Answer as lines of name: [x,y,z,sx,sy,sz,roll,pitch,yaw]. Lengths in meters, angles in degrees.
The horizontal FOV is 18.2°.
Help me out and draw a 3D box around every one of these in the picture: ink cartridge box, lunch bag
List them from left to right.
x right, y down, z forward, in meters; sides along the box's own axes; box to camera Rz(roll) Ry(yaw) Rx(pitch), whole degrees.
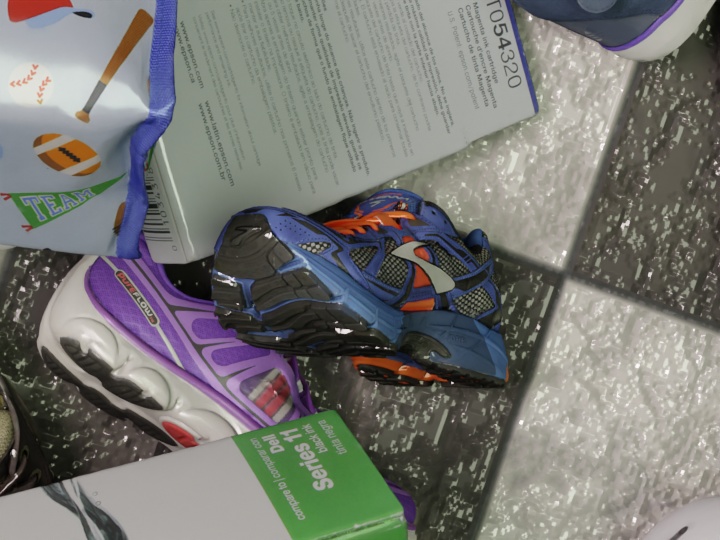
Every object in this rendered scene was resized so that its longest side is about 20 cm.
lunch bag: [-0.150,-0.121,0.816,0.170,0.124,0.200,8,57,-11]
ink cartridge box: [-0.085,0.155,0.893,0.200,0.083,0.147,-13,125,-17]
ink cartridge box: [-0.031,-0.127,0.974,0.200,0.043,0.197,-24,103,-34]

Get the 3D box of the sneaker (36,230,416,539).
sneaker: [-0.044,0.055,0.987,0.200,0.081,0.083,41,67,-22]

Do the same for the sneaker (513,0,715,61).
sneaker: [0.121,-0.203,0.987,0.146,0.081,0.200,28,94,-33]

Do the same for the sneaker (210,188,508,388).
sneaker: [0.000,0.000,0.963,0.200,0.075,0.079,24,67,-60]

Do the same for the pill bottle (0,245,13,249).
pill bottle: [-0.232,-0.064,0.897,0.200,0.112,0.112,0,96,-16]

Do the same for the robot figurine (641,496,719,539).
robot figurine: [0.214,0.177,1.051,0.200,0.125,0.150,17,57,-17]

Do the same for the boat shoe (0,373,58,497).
boat shoe: [-0.171,0.078,0.948,0.073,0.065,0.200,-40,112,-22]
